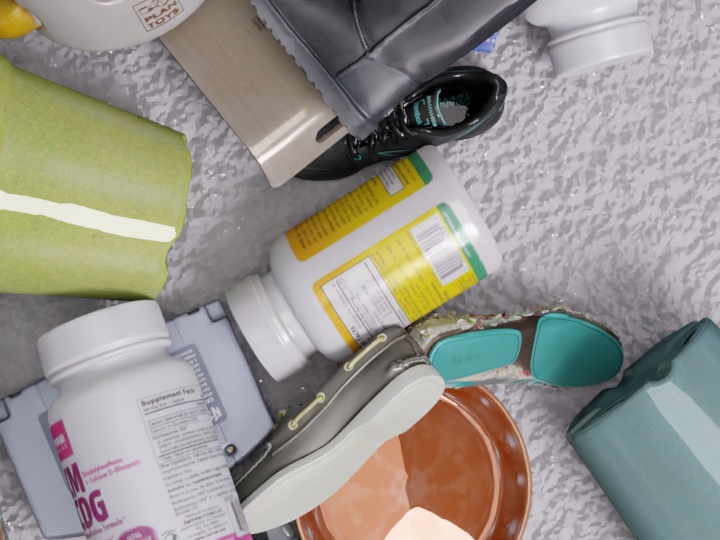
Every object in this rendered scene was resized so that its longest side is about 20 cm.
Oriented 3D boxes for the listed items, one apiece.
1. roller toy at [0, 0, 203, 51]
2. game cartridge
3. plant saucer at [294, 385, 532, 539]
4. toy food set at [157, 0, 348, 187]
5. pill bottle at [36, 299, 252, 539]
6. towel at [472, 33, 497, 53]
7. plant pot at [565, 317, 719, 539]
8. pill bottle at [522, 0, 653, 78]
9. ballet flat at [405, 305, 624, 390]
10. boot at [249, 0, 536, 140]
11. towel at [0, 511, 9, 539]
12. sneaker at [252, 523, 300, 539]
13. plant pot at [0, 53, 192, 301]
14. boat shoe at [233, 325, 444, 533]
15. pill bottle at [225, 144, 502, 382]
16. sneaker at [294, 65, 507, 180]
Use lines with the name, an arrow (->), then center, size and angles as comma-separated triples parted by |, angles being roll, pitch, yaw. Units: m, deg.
roller toy -> -0.193, -0.261, 0.990 | 0.180, 0.140, 0.202 | 9, 68, 16
game cartridge -> -0.173, 0.123, 1.053 | 0.198, 0.042, 0.134 | -24, 87, -7
plant saucer -> 0.040, 0.174, 1.087 | 0.198, 0.032, 0.203 | 1, 86, -11
toy food set -> -0.072, -0.181, 1.049 | 0.143, 0.060, 0.200 | -38, 75, -8
pill bottle -> -0.160, 0.132, 0.978 | 0.112, 0.113, 0.202 | -19, 81, -7
towel -> 0.051, -0.271, 0.993 | 0.143, 0.024, 0.202 | 12, 94, 8
plant pot -> 0.278, 0.158, 1.056 | 0.200, 0.200, 0.197 | -40, 88, -6
pill bottle -> 0.170, -0.262, 1.073 | 0.110, 0.111, 0.202 | -15, 92, -8
ballet flat -> 0.120, 0.056, 1.083 | 0.198, 0.064, 0.076 | 4, 106, -27
boot -> 0.028, -0.219, 0.959 | 0.199, 0.066, 0.165 | -38, 94, 13
towel -> -0.343, 0.125, 1.001 | 0.145, 0.022, 0.202 | -6, 105, 21
sneaker -> -0.060, 0.251, 1.038 | 0.075, 0.115, 0.200 | -42, 95, -6
plant pot -> -0.228, -0.058, 0.992 | 0.182, 0.200, 0.203 | 12, 88, -19
boat shoe -> -0.028, 0.123, 1.021 | 0.201, 0.072, 0.061 | -40, 58, 11
pill bottle -> 0.000, 0.000, 1.043 | 0.199, 0.113, 0.113 | -32, 94, 2
sneaker -> 0.024, -0.125, 1.070 | 0.198, 0.079, 0.076 | -18, 94, -6
